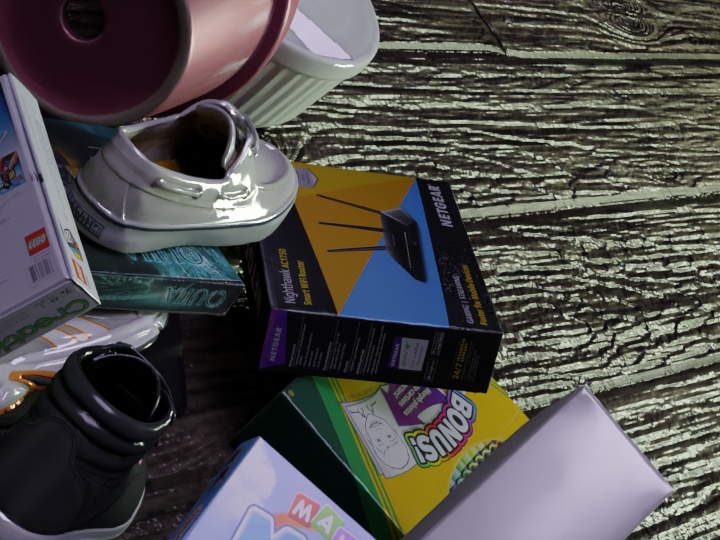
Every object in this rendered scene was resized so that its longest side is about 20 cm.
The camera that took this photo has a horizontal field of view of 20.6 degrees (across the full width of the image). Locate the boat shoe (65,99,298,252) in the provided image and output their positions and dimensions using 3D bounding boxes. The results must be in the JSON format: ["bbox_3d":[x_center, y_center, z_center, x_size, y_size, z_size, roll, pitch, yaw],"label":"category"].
[{"bbox_3d":[-0.086,-0.061,1.118,0.071,0.070,0.199,46,26,19],"label":"boat shoe"}]

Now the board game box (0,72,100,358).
[{"bbox_3d":[-0.232,0.004,0.959,0.035,0.199,0.127,47,18,-59],"label":"board game box"}]

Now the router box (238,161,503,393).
[{"bbox_3d":[0.000,0.000,1.277,0.148,0.051,0.201,6,29,-13],"label":"router box"}]

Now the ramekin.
[{"bbox_3d":[-0.089,-0.193,1.424,0.202,0.094,0.203,34,30,-23],"label":"ramekin"}]

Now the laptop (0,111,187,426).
[{"bbox_3d":[-0.212,-0.010,1.169,0.199,0.117,0.186,33,20,36],"label":"laptop"}]

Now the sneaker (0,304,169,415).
[{"bbox_3d":[-0.184,0.022,1.060,0.199,0.075,0.093,-25,97,-50],"label":"sneaker"}]

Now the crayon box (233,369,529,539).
[{"bbox_3d":[0.034,0.118,1.272,0.173,0.058,0.200,48,32,1],"label":"crayon box"}]

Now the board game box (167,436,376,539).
[{"bbox_3d":[-0.058,0.209,0.994,0.151,0.037,0.201,41,64,-8],"label":"board game box"}]

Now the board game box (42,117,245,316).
[{"bbox_3d":[-0.169,-0.034,1.080,0.199,0.028,0.136,6,40,-49],"label":"board game box"}]

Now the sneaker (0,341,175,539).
[{"bbox_3d":[-0.129,0.086,1.036,0.071,0.099,0.200,46,9,7],"label":"sneaker"}]

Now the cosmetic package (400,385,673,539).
[{"bbox_3d":[0.070,0.167,1.127,0.200,0.108,0.085,-40,86,-18],"label":"cosmetic package"}]

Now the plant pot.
[{"bbox_3d":[-0.145,-0.176,1.229,0.200,0.200,0.179,41,23,-9],"label":"plant pot"}]
